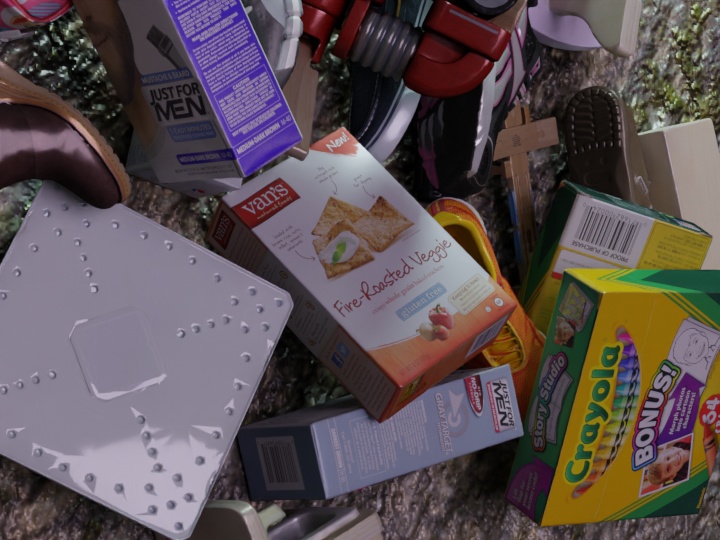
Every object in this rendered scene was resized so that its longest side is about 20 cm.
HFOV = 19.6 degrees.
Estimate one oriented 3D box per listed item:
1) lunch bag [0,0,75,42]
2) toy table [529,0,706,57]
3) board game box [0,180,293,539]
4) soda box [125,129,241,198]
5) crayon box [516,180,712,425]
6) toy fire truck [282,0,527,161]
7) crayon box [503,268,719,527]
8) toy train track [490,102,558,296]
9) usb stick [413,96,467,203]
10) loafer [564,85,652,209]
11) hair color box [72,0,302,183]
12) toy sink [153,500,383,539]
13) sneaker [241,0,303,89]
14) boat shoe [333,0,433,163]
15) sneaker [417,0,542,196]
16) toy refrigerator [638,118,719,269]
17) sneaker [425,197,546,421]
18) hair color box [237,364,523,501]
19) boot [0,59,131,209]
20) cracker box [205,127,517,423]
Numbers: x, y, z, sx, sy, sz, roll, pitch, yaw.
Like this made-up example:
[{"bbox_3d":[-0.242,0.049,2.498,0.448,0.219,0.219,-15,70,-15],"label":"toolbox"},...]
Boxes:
[{"bbox_3d":[-0.259,-0.264,1.435,0.200,0.082,0.176,50,59,-23],"label":"lunch bag"},{"bbox_3d":[0.195,-0.262,1.764,0.200,0.117,0.184,6,81,-38],"label":"toy table"},{"bbox_3d":[-0.173,0.061,1.460,0.200,0.026,0.200,28,67,-11],"label":"board game box"},{"bbox_3d":[-0.113,-0.160,1.547,0.068,0.064,0.200,20,74,-34],"label":"soda box"},{"bbox_3d":[0.192,0.040,1.715,0.127,0.051,0.200,18,101,-17],"label":"crayon box"},{"bbox_3d":[0.011,-0.167,1.557,0.176,0.129,0.200,26,94,-3],"label":"toy fire truck"},{"bbox_3d":[0.218,0.100,1.661,0.172,0.058,0.200,0,111,-36],"label":"crayon box"},{"bbox_3d":[0.124,-0.066,1.743,0.115,0.032,0.200,-16,101,-46],"label":"toy train track"},{"bbox_3d":[0.071,-0.154,1.709,0.055,0.033,0.200,11,78,-43],"label":"usb stick"},{"bbox_3d":[0.216,-0.056,1.781,0.067,0.076,0.200,-2,94,-57],"label":"loafer"},{"bbox_3d":[-0.129,-0.161,1.419,0.065,0.109,0.200,-34,109,-33],"label":"hair color box"},{"bbox_3d":[-0.046,0.237,1.513,0.112,0.130,0.200,-28,101,-36],"label":"toy sink"},{"bbox_3d":[-0.104,-0.220,1.480,0.115,0.075,0.200,14,67,-34],"label":"sneaker"},{"bbox_3d":[0.004,-0.184,1.644,0.091,0.071,0.201,24,68,-24],"label":"boat shoe"},{"bbox_3d":[0.108,-0.155,1.666,0.086,0.080,0.200,16,78,-34],"label":"sneaker"},{"bbox_3d":[0.282,-0.027,1.837,0.076,0.070,0.200,-17,96,-45],"label":"toy refrigerator"},{"bbox_3d":[0.096,0.040,1.643,0.200,0.073,0.077,60,12,-13],"label":"sneaker"},{"bbox_3d":[0.017,0.123,1.592,0.200,0.099,0.061,-14,94,-38],"label":"hair color box"},{"bbox_3d":[-0.272,-0.062,1.411,0.200,0.072,0.166,40,71,-16],"label":"boot"},{"bbox_3d":[0.000,0.000,1.560,0.200,0.058,0.134,45,53,15],"label":"cracker box"}]
